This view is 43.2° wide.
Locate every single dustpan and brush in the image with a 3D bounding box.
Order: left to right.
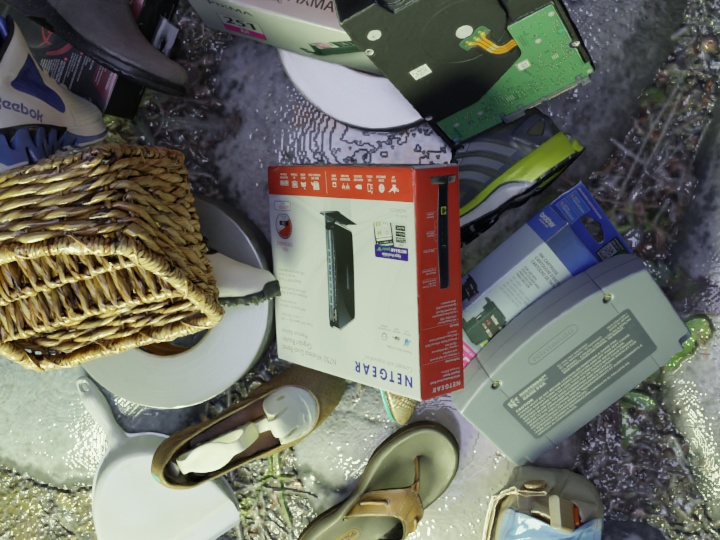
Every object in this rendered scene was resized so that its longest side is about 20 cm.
[{"bbox_3d":[-0.223,0.191,0.890,0.139,0.057,0.200,-33,95,-3],"label":"dustpan and brush"}]

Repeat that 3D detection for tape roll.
[{"bbox_3d":[-0.176,0.026,0.861,0.200,0.066,0.201,1,94,8],"label":"tape roll"},{"bbox_3d":[0.021,-0.228,0.832,0.202,0.037,0.203,1,94,8],"label":"tape roll"}]

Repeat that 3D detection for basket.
[{"bbox_3d":[-0.227,0.001,0.694,0.200,0.143,0.149,-14,90,18],"label":"basket"}]

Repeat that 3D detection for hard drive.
[{"bbox_3d":[0.086,-0.178,0.693,0.140,0.200,0.038,-24,59,21],"label":"hard drive"}]

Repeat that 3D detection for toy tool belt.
[{"bbox_3d":[0.167,0.280,0.802,0.125,0.123,0.200,0,94,8],"label":"toy tool belt"}]

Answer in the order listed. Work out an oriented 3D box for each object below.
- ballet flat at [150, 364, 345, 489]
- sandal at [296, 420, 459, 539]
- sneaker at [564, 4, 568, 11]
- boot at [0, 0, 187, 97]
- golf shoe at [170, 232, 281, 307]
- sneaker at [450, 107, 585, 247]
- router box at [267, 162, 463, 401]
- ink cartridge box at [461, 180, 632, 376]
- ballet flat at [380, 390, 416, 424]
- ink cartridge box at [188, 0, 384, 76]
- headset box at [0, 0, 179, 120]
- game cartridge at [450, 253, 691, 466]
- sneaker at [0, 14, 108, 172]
[{"bbox_3d":[-0.101,0.147,0.834,0.200,0.072,0.068,-24,95,-5],"label":"ballet flat"},{"bbox_3d":[0.017,0.223,0.840,0.200,0.055,0.082,-42,112,9],"label":"sandal"},{"bbox_3d":[0.082,-0.235,0.779,0.200,0.112,0.071,23,94,-25],"label":"sneaker"},{"bbox_3d":[-0.210,-0.246,0.772,0.200,0.070,0.132,32,92,0],"label":"boot"},{"bbox_3d":[-0.163,-0.021,0.785,0.200,0.078,0.095,11,95,6],"label":"golf shoe"},{"bbox_3d":[0.097,-0.079,0.808,0.200,0.074,0.081,-33,76,-12],"label":"sneaker"},{"bbox_3d":[0.000,0.000,0.766,0.200,0.049,0.180,8,103,51],"label":"router box"},{"bbox_3d":[0.148,0.027,0.798,0.200,0.042,0.119,-43,128,6],"label":"ink cartridge box"},{"bbox_3d":[0.035,0.040,0.830,0.065,0.071,0.200,-15,93,13],"label":"ballet flat"},{"bbox_3d":[-0.050,-0.220,0.734,0.200,0.174,0.044,17,88,7],"label":"ink cartridge box"},{"bbox_3d":[-0.269,-0.239,0.850,0.200,0.075,0.149,23,97,6],"label":"headset box"},{"bbox_3d":[0.182,0.078,0.796,0.200,0.042,0.133,-39,121,8],"label":"game cartridge"},{"bbox_3d":[-0.269,-0.145,0.720,0.080,0.199,0.115,-10,106,7],"label":"sneaker"}]
